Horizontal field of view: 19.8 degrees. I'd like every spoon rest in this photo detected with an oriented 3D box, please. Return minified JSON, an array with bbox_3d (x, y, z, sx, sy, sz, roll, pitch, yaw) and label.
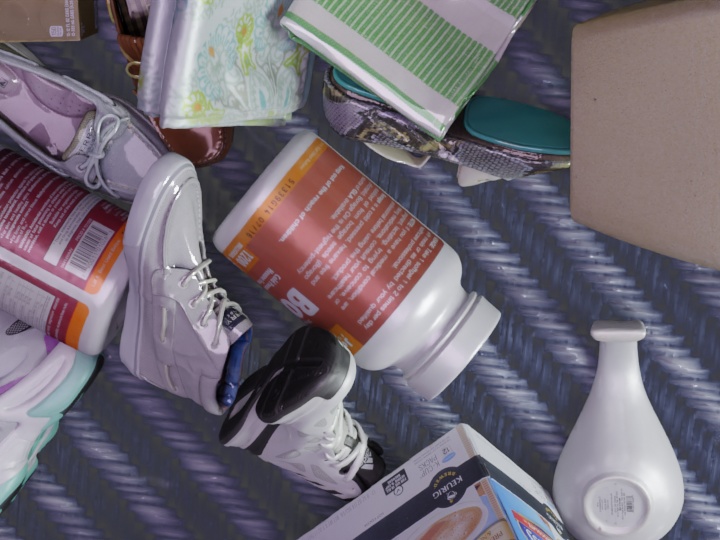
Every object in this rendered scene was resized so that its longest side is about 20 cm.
[{"bbox_3d":[0.194,0.122,1.549,0.099,0.061,0.200,2,115,8],"label":"spoon rest"}]

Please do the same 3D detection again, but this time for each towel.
[{"bbox_3d":[0.054,-0.213,1.471,0.152,0.023,0.200,35,83,-1],"label":"towel"},{"bbox_3d":[-0.079,-0.197,1.450,0.048,0.171,0.200,17,104,28],"label":"towel"}]

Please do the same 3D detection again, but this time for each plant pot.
[{"bbox_3d":[0.244,-0.107,1.429,0.177,0.200,0.200,3,103,19],"label":"plant pot"}]

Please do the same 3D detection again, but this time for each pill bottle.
[{"bbox_3d":[0.000,0.000,1.510,0.200,0.112,0.112,40,103,-2],"label":"pill bottle"},{"bbox_3d":[-0.258,-0.028,1.535,0.200,0.110,0.110,28,103,3],"label":"pill bottle"}]

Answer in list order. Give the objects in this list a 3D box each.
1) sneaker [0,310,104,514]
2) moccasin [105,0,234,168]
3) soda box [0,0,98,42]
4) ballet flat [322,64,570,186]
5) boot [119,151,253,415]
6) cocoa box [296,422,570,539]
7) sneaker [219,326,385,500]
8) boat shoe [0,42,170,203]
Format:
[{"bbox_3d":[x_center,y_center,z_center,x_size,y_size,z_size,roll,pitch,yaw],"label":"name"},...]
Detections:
[{"bbox_3d":[-0.304,0.105,1.592,0.140,0.078,0.200,35,94,0],"label":"sneaker"},{"bbox_3d":[-0.143,-0.172,1.508,0.073,0.078,0.202,-11,100,9],"label":"moccasin"},{"bbox_3d":[-0.235,-0.268,1.506,0.068,0.064,0.200,-1,101,6],"label":"soda box"},{"bbox_3d":[0.066,-0.100,1.514,0.200,0.072,0.072,17,103,3],"label":"ballet flat"},{"bbox_3d":[-0.115,0.013,1.477,0.095,0.074,0.200,27,135,20],"label":"boot"},{"bbox_3d":[0.052,0.238,1.520,0.200,0.131,0.133,-36,135,12],"label":"cocoa box"},{"bbox_3d":[-0.018,0.107,1.508,0.115,0.200,0.076,28,66,-12],"label":"sneaker"},{"bbox_3d":[-0.227,-0.112,1.537,0.202,0.065,0.074,36,104,-2],"label":"boat shoe"}]
